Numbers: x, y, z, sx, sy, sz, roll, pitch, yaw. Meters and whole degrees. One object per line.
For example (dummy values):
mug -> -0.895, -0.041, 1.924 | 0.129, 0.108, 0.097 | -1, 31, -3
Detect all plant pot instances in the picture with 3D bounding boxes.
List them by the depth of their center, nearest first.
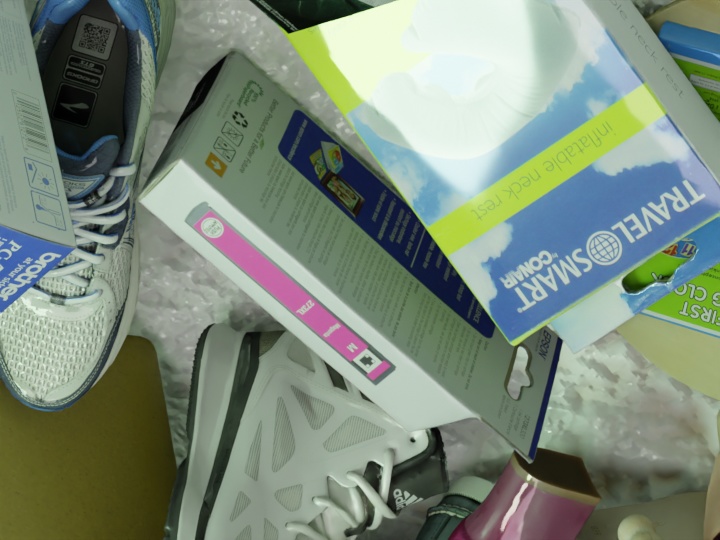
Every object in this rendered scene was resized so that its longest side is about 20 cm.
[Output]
plant pot -> -0.205, 0.136, 1.112 | 0.200, 0.201, 0.176 | -23, 157, 26

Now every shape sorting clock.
shape sorting clock -> 0.179, -0.027, 1.047 | 0.199, 0.039, 0.201 | 8, 116, 17

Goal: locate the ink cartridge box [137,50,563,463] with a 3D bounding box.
ink cartridge box -> 0.000, 0.000, 1.076 | 0.200, 0.095, 0.037 | 39, 123, -12

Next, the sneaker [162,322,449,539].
sneaker -> -0.021, 0.109, 1.097 | 0.115, 0.201, 0.076 | -1, 146, 8

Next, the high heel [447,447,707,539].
high heel -> 0.129, 0.146, 1.136 | 0.200, 0.067, 0.096 | 22, 115, -17

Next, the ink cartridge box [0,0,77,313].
ink cartridge box -> -0.175, -0.070, 1.020 | 0.044, 0.200, 0.094 | 19, 134, -42

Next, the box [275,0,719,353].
box -> 0.066, -0.065, 1.025 | 0.122, 0.048, 0.200 | -34, 96, 30

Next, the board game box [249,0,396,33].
board game box -> -0.034, -0.149, 0.912 | 0.105, 0.024, 0.200 | -12, 153, 27

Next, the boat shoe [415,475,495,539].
boat shoe -> 0.092, 0.188, 1.180 | 0.200, 0.062, 0.073 | 51, 151, -15

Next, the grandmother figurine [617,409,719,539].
grandmother figurine -> 0.166, 0.119, 1.046 | 0.121, 0.200, 0.061 | 0, 116, 13

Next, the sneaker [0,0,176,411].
sneaker -> -0.124, -0.038, 1.043 | 0.077, 0.085, 0.201 | 7, 98, -4
